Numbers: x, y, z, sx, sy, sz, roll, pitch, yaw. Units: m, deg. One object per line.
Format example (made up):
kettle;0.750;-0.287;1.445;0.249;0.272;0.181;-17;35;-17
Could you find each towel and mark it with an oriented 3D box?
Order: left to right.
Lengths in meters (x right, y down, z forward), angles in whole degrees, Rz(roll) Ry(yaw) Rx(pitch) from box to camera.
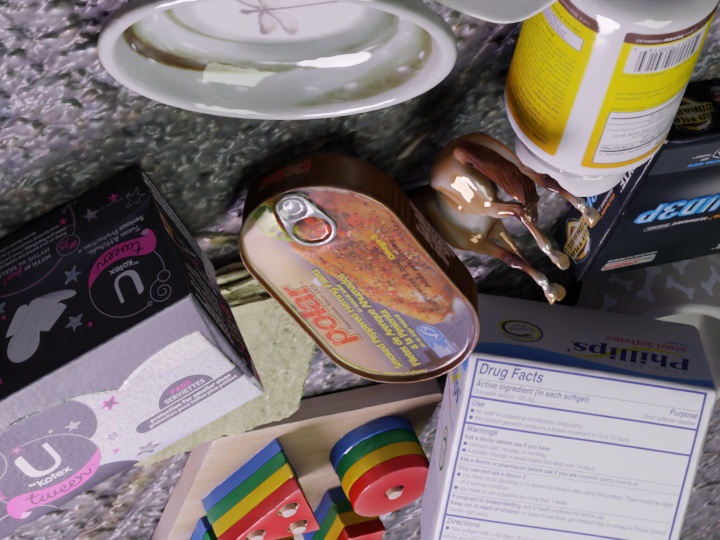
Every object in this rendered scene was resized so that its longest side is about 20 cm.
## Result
towel;-0.097;0.059;1.769;0.148;0.037;0.201;-17;149;-19

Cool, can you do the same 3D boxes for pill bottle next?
pill bottle;0.150;-0.134;1.576;0.109;0.110;0.200;-16;150;-19

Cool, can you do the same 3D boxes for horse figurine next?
horse figurine;0.083;-0.038;1.653;0.050;0.132;0.200;-51;171;-18

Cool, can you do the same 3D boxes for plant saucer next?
plant saucer;-0.045;-0.139;1.422;0.199;0.051;0.200;0;164;0

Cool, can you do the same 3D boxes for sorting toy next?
sorting toy;-0.044;0.179;1.980;0.199;0.070;0.199;-10;148;-28

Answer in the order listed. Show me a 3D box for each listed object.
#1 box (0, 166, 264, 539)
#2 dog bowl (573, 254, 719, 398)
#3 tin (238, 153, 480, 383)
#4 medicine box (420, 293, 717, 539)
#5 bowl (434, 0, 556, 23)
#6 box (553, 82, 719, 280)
box;-0.181;0.055;1.588;0.199;0.115;0.132;-28;143;4
dog bowl;0.209;0.066;1.987;0.199;0.059;0.201;-16;143;-12
tin;0.000;0.000;1.671;0.111;0.042;0.200;-24;131;20
medicine box;0.148;0.136;1.886;0.181;0.103;0.201;9;114;-5
bowl;0.090;-0.236;1.391;0.199;0.075;0.200;-39;150;21
box;0.254;-0.071;1.836;0.199;0.046;0.159;-10;148;-30
